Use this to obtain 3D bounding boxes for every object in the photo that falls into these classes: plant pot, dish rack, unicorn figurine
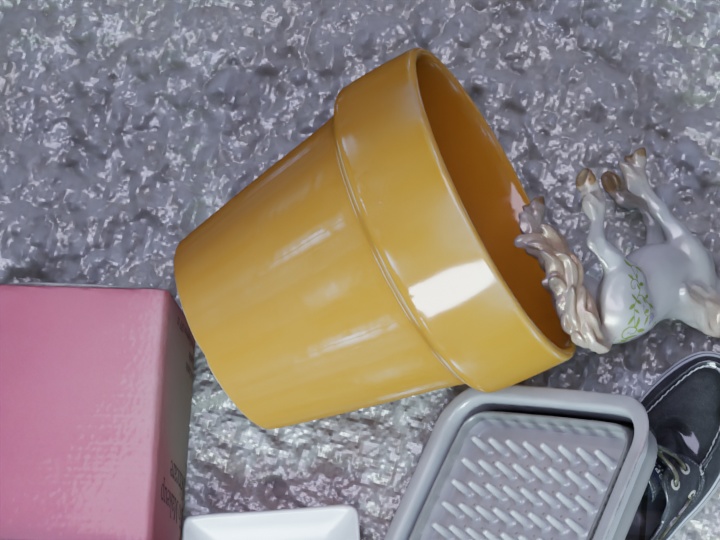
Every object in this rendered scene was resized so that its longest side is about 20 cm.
[{"bbox_3d":[0.000,0.000,1.539,0.183,0.200,0.200,-27,74,14],"label":"plant pot"},{"bbox_3d":[0.084,0.163,1.510,0.172,0.044,0.200,2,61,49],"label":"dish rack"},{"bbox_3d":[0.178,-0.003,1.561,0.200,0.074,0.137,-25,82,-29],"label":"unicorn figurine"}]

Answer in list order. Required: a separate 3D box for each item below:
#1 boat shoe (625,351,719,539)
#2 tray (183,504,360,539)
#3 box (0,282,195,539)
[{"bbox_3d":[0.161,0.128,1.544,0.070,0.066,0.200,38,82,13],"label":"boat shoe"},{"bbox_3d":[-0.048,0.241,1.555,0.107,0.022,0.200,-4,75,5],"label":"tray"},{"bbox_3d":[-0.162,0.118,1.543,0.109,0.128,0.200,2,76,4],"label":"box"}]
